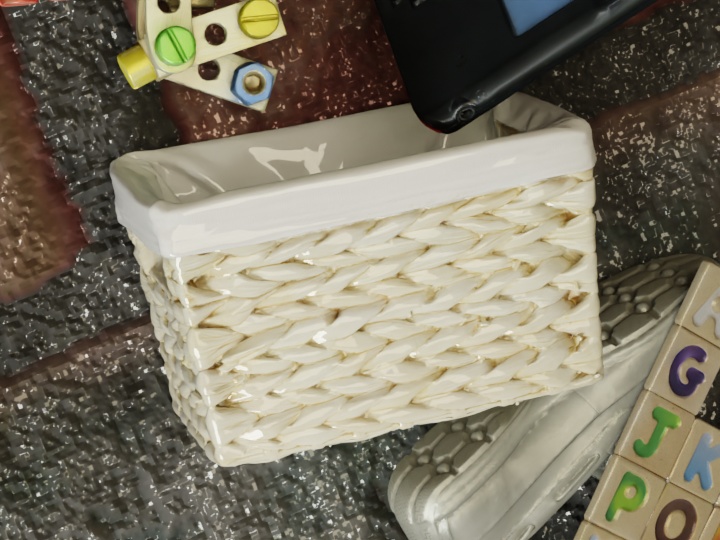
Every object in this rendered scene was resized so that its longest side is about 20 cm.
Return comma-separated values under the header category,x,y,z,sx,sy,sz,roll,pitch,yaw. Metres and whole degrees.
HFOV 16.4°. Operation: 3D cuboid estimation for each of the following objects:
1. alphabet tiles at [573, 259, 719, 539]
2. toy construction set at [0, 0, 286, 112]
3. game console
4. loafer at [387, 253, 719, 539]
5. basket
category,x,y,z,sx,sy,sz,roll,pitch,yaw
alphabet tiles,0.200,0.109,1.211,0.200,0.008,0.168,27,86,-32
toy construction set,-0.135,-0.126,1.115,0.199,0.092,0.132,-9,95,-24
game console,0.089,-0.170,1.103,0.200,0.177,0.031,-33,133,17
loafer,0.101,0.069,1.192,0.200,0.070,0.070,-39,118,-10
basket,0.000,0.000,1.124,0.199,0.136,0.124,-11,104,-12
